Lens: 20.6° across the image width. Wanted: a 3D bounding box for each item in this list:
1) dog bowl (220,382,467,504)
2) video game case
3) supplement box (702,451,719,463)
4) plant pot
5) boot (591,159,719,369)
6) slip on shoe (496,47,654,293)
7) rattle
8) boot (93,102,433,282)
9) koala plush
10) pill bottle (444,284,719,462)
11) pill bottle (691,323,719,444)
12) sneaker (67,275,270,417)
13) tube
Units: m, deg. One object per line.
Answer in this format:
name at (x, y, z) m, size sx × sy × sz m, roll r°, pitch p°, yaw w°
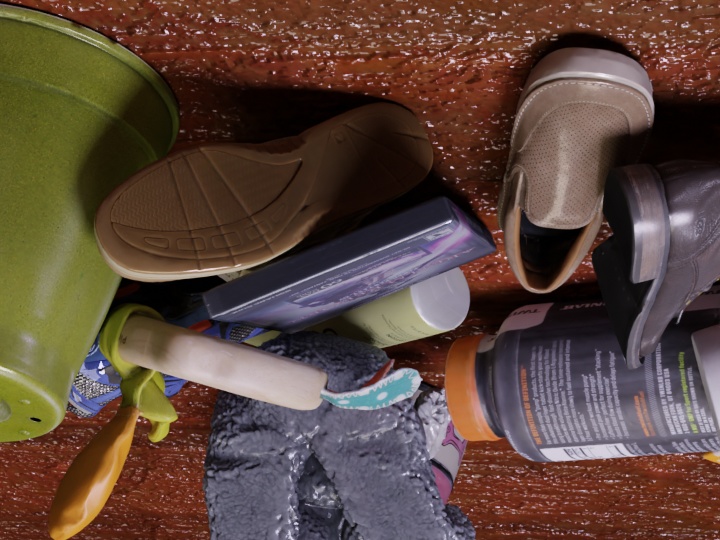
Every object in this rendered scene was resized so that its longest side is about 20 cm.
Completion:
dog bowl at (-0.016, 0.143, 1.525) m, size 0.199 × 0.074 × 0.200 m, roll 5°, pitch 155°, yaw 2°
video game case at (0.000, 0.000, 1.143) m, size 0.142 × 0.019 × 0.200 m, roll -22°, pitch 171°, yaw 8°
supplement box at (0.338, 0.085, 1.313) m, size 0.126 × 0.074 × 0.200 m, roll 19°, pitch 152°, yaw -26°
plant pot at (-0.212, -0.015, 1.100) m, size 0.199 × 0.194 × 0.201 m, roll 5°, pitch 154°, yaw 2°
boot at (0.222, -0.018, 1.097) m, size 0.173 × 0.069 × 0.200 m, roll -14°, pitch 154°, yaw -5°
slip on shoe at (0.113, -0.052, 1.094) m, size 0.076 × 0.061 × 0.200 m, roll 9°, pitch 155°, yaw -6°
rattle at (-0.066, 0.100, 1.151) m, size 0.130 × 0.144 × 0.200 m, roll -9°, pitch 158°, yaw 41°
boot at (-0.071, -0.023, 1.123) m, size 0.199 × 0.073 × 0.155 m, roll -22°, pitch 171°, yaw -27°
koala plush at (-0.012, 0.124, 1.338) m, size 0.177 × 0.185 × 0.200 m, roll -12°, pitch -179°, yaw 11°
pill bottle at (0.157, 0.070, 1.289) m, size 0.199 × 0.107 × 0.106 m, roll -6°, pitch 152°, yaw 26°
pill bottle at (0.299, 0.050, 1.149) m, size 0.199 × 0.111 × 0.111 m, roll -16°, pitch 151°, yaw 6°
sneaker at (-0.118, 0.037, 1.246) m, size 0.199 × 0.075 × 0.079 m, roll -13°, pitch 126°, yaw -39°
tube at (-0.009, 0.035, 1.328) m, size 0.200 × 0.052 × 0.058 m, roll -17°, pitch 107°, yaw 49°
